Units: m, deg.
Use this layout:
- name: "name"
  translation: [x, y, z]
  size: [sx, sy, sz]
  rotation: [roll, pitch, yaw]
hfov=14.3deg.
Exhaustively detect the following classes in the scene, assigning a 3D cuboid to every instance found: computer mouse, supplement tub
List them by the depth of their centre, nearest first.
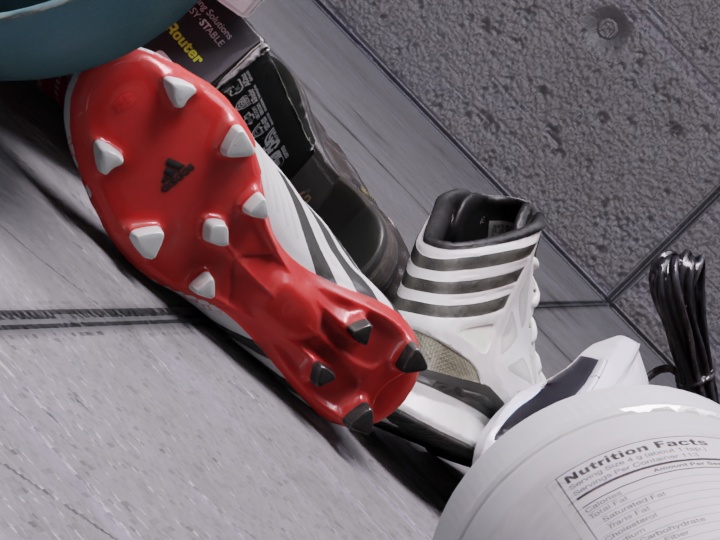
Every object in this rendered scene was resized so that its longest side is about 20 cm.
- name: "supplement tub"
  translation: [0.106, 0.132, 0.843]
  size: [0.132, 0.132, 0.200]
  rotation: [42, 6, -27]
- name: "computer mouse"
  translation: [0.113, 0.070, 1.240]
  size: [0.200, 0.044, 0.110]
  rotation: [-35, 123, -50]

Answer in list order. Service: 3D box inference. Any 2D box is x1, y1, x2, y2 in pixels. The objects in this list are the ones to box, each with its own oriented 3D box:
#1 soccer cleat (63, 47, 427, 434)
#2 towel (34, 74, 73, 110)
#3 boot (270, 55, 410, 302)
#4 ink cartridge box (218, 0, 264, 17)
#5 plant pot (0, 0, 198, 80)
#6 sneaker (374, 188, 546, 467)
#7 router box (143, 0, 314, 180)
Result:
- name: "soccer cleat"
  translation: [-0.051, -0.014, 1.103]
  size: [0.200, 0.069, 0.085]
  rotation: [46, -4, -31]
- name: "towel"
  translation: [-0.152, -0.130, 1.148]
  size: [0.200, 0.022, 0.145]
  rotation: [48, -15, 22]
- name: "boot"
  translation: [0.000, 0.000, 1.391]
  size: [0.174, 0.069, 0.200]
  rotation: [47, 7, -47]
- name: "ink cartridge box"
  translation: [-0.116, -0.209, 1.182]
  size: [0.200, 0.045, 0.176]
  rotation: [35, 21, -23]
- name: "plant pot"
  translation: [-0.116, -0.146, 0.998]
  size: [0.200, 0.200, 0.135]
  rotation: [48, -9, 21]
- name: "sneaker"
  translation: [0.068, 0.032, 1.255]
  size: [0.075, 0.116, 0.200]
  rotation: [18, -6, 25]
- name: "router box"
  translation: [-0.112, -0.123, 1.253]
  size: [0.200, 0.062, 0.150]
  rotation: [48, -6, 17]
